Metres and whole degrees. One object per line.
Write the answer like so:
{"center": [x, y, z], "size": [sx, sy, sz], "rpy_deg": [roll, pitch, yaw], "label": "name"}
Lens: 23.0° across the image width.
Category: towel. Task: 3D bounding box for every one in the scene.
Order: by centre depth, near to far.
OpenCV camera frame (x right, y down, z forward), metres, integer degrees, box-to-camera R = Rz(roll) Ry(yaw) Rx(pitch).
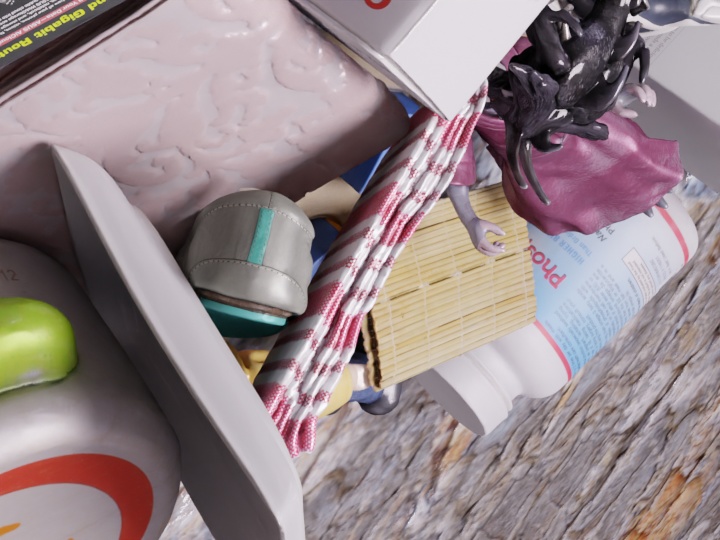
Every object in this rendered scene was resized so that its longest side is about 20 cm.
{"center": [-0.096, -0.060, 0.803], "size": [0.191, 0.032, 0.200], "rpy_deg": [-29, 155, 16], "label": "towel"}
{"center": [0.000, 0.000, 0.866], "size": [0.200, 0.030, 0.146], "rpy_deg": [-60, -174, -8], "label": "towel"}

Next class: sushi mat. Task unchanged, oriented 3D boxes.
{"center": [0.053, 0.004, 1.053], "size": [0.200, 0.012, 0.096], "rpy_deg": [-18, 101, -57], "label": "sushi mat"}

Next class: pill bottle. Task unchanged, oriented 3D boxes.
{"center": [0.125, 0.014, 1.202], "size": [0.200, 0.109, 0.109], "rpy_deg": [-44, 151, -12], "label": "pill bottle"}

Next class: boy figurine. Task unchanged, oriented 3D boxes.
{"center": [-0.061, 0.061, 0.995], "size": [0.200, 0.124, 0.065], "rpy_deg": [3, 85, -56], "label": "boy figurine"}

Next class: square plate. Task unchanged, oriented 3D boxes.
{"center": [-0.073, 0.061, 0.797], "size": [0.028, 0.200, 0.198], "rpy_deg": [-28, 157, -14], "label": "square plate"}

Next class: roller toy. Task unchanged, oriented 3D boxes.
{"center": [-0.189, 0.083, 0.799], "size": [0.200, 0.140, 0.182], "rpy_deg": [-42, 148, 7], "label": "roller toy"}

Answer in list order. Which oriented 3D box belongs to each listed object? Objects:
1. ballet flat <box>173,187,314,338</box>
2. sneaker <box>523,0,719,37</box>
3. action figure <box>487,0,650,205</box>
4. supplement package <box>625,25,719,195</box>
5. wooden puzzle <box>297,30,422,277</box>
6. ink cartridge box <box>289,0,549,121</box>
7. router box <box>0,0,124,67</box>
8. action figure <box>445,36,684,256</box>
{"center": [-0.054, -0.004, 0.827], "size": [0.200, 0.067, 0.064], "rpy_deg": [158, -56, -78], "label": "ballet flat"}
{"center": [0.118, -0.167, 1.008], "size": [0.199, 0.080, 0.130], "rpy_deg": [-7, -178, -14], "label": "sneaker"}
{"center": [0.099, -0.138, 0.856], "size": [0.119, 0.102, 0.200], "rpy_deg": [25, 90, -56], "label": "action figure"}
{"center": [0.237, -0.123, 1.100], "size": [0.117, 0.200, 0.117], "rpy_deg": [-46, 152, -7], "label": "supplement package"}
{"center": [-0.032, -0.041, 0.975], "size": [0.200, 0.046, 0.185], "rpy_deg": [-3, 127, -54], "label": "wooden puzzle"}
{"center": [0.039, -0.192, 0.788], "size": [0.200, 0.146, 0.086], "rpy_deg": [-51, 152, 3], "label": "ink cartridge box"}
{"center": [-0.098, -0.165, 0.633], "size": [0.200, 0.062, 0.150], "rpy_deg": [-27, 155, 4], "label": "router box"}
{"center": [0.100, -0.093, 1.001], "size": [0.134, 0.149, 0.200], "rpy_deg": [-33, 144, 18], "label": "action figure"}
